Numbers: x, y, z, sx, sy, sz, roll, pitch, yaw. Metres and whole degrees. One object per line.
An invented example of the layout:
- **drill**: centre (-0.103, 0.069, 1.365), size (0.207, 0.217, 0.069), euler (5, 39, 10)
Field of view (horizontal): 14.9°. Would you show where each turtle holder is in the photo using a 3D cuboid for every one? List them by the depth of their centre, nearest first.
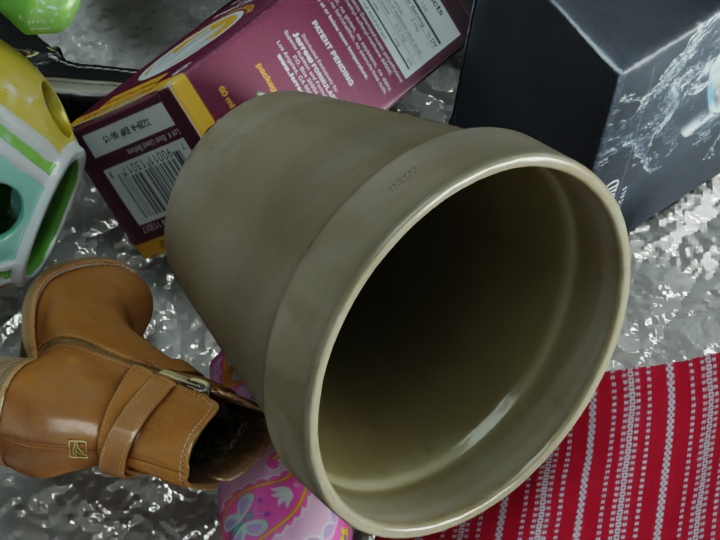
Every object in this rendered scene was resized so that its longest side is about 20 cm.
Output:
- **turtle holder**: centre (-0.208, -0.070, 1.419), size (0.131, 0.141, 0.186), euler (24, 75, 5)

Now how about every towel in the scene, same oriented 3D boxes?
- **towel**: centre (0.101, 0.107, 1.385), size (0.199, 0.023, 0.145), euler (-7, 49, 27)

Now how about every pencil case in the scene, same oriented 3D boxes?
- **pencil case**: centre (-0.035, 0.126, 1.385), size (0.087, 0.088, 0.201), euler (2, 57, -3)

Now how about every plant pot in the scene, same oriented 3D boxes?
- **plant pot**: centre (0.000, 0.000, 1.320), size (0.200, 0.201, 0.173), euler (-35, 47, -23)

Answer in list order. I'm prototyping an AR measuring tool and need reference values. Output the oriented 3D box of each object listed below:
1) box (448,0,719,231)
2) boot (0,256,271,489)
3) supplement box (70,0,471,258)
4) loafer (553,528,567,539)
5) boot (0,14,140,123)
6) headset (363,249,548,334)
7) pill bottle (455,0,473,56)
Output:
- **box**: centre (0.165, -0.134, 1.495), size (0.200, 0.197, 0.118), euler (-31, 66, -21)
- **boot**: centre (-0.109, 0.052, 1.374), size (0.155, 0.077, 0.200), euler (9, 15, 22)
- **supplement box**: centre (-0.046, -0.102, 1.476), size (0.200, 0.110, 0.086), euler (-42, 106, -36)
- **loafer**: centre (0.121, 0.169, 1.387), size (0.071, 0.073, 0.200), euler (14, 55, 24)
- **boot**: centre (-0.196, -0.139, 1.546), size (0.199, 0.073, 0.151), euler (0, 58, 2)
- **headset**: centre (0.037, -0.007, 1.450), size (0.123, 0.094, 0.200), euler (-3, 40, -35)
- **pill bottle**: centre (0.075, -0.232, 1.597), size (0.113, 0.113, 0.200), euler (23, 60, 10)
